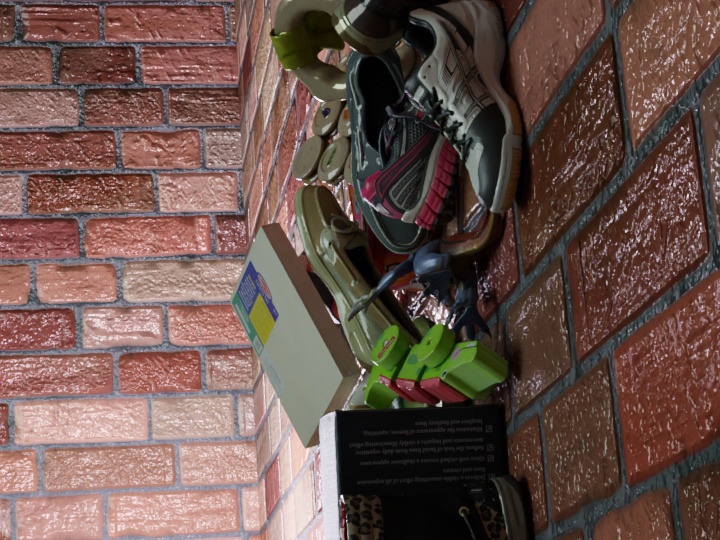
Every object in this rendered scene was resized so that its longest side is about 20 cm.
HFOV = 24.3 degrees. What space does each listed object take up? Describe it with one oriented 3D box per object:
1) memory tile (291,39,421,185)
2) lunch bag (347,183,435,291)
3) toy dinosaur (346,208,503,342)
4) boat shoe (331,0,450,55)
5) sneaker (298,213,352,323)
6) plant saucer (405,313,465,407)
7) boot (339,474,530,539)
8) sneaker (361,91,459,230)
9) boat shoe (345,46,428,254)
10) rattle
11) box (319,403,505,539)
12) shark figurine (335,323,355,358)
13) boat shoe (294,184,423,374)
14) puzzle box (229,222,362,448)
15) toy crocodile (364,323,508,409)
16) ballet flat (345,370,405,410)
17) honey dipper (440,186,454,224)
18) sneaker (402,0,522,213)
[{"bbox_3d":[0.004,-0.178,1.671,0.153,0.017,0.202,9,75,60],"label":"memory tile"},{"bbox_3d":[0.031,-0.078,1.724,0.201,0.081,0.177,-99,8,-46],"label":"lunch bag"},{"bbox_3d":[0.086,0.002,1.514,0.200,0.105,0.182,-51,13,18],"label":"toy dinosaur"},{"bbox_3d":[0.047,-0.252,1.461,0.066,0.072,0.201,-41,2,42],"label":"boat shoe"},{"bbox_3d":[-0.024,0.003,1.853,0.202,0.067,0.109,62,-131,-71],"label":"sneaker"},{"bbox_3d":[0.073,0.143,1.627,0.200,0.031,0.202,179,90,-80],"label":"plant saucer"},{"bbox_3d":[0.062,0.268,1.330,0.074,0.152,0.206,114,153,-69],"label":"boot"},{"bbox_3d":[0.057,-0.137,1.473,0.081,0.074,0.202,109,176,-63],"label":"sneaker"},{"bbox_3d":[0.023,-0.110,1.534,0.062,0.072,0.202,-83,-16,-81],"label":"boat shoe"},{"bbox_3d":[0.015,-0.254,1.622,0.200,0.142,0.131,-35,85,48],"label":"rattle"},{"bbox_3d":[0.046,0.221,1.442,0.107,0.147,0.202,133,136,-77],"label":"box"},{"bbox_3d":[0.011,0.081,1.793,0.129,0.089,0.215,88,-156,-44],"label":"shark figurine"},{"bbox_3d":[-0.001,0.001,1.618,0.073,0.063,0.202,8,-124,-61],"label":"boat shoe"},{"bbox_3d":[-0.071,0.067,1.747,0.201,0.025,0.133,61,146,27],"label":"puzzle box"},{"bbox_3d":[0.061,0.089,1.444,0.199,0.067,0.062,-8,51,60],"label":"toy crocodile"},{"bbox_3d":[0.020,0.153,1.654,0.072,0.071,0.202,107,159,-62],"label":"ballet flat"},{"bbox_3d":[0.072,-0.144,1.565,0.038,0.038,0.202,-118,28,-70],"label":"honey dipper"},{"bbox_3d":[0.080,-0.133,1.378,0.076,0.087,0.202,107,158,-56],"label":"sneaker"}]
